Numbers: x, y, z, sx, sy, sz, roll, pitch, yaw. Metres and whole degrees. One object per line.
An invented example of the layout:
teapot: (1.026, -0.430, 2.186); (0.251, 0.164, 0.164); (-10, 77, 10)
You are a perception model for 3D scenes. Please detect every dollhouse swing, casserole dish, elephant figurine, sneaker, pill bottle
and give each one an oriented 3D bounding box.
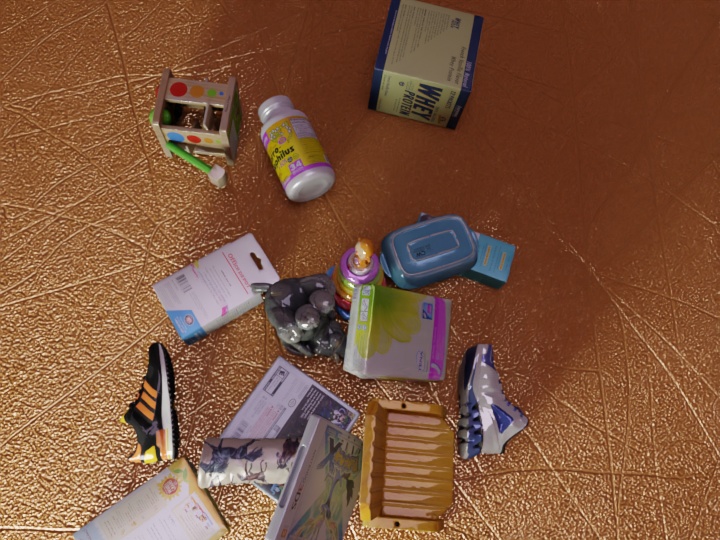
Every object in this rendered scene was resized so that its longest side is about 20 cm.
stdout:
dollhouse swing: (0.082, 0.311, 0.905); (0.180, 0.176, 0.201); (7, 70, -5)
casserole dish: (0.133, -0.041, 1.055); (0.199, 0.039, 0.122); (-17, 74, -10)
elephant figurine: (-0.082, 0.106, 0.998); (0.141, 0.200, 0.156); (-23, 50, 3)
sneaker: (-0.361, 0.222, 0.948); (0.089, 0.070, 0.201); (-8, 74, -12)
pill bottle: (-0.133, -0.245, 1.116); (0.104, 0.104, 0.201); (-22, 74, -13)
sneaker: (0.238, 0.238, 1.006); (0.114, 0.081, 0.201); (8, 77, -7)

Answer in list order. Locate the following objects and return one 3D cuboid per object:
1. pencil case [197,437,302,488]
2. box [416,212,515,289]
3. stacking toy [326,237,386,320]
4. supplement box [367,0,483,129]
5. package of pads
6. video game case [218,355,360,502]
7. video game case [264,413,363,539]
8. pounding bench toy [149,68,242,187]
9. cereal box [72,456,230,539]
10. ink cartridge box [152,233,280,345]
pencil case: (-0.164, 0.307, 0.907); (0.199, 0.090, 0.078); (-1, 62, -4)
box: (0.197, -0.039, 1.107); (0.199, 0.049, 0.083); (20, 70, 1)
stacking toy: (0.000, 0.000, 0.992); (0.109, 0.200, 0.117); (-18, 69, -12)
supplement box: (0.137, -0.440, 1.195); (0.199, 0.134, 0.201); (13, 70, -1)
package of pads: (0.067, 0.113, 0.974); (0.199, 0.068, 0.156); (13, 81, -36)
video game case: (-0.128, 0.282, 0.977); (0.181, 0.023, 0.200); (34, 70, 7)
video game case: (-0.055, 0.341, 0.882); (0.022, 0.200, 0.183); (8, 66, 31)
pounding bench toy: (-0.326, -0.265, 1.092); (0.155, 0.124, 0.201); (5, 71, -4)
cereal box: (-0.331, 0.419, 0.899); (0.199, 0.040, 0.144); (-33, 77, -15)
ink cartridge box: (-0.257, 0.032, 1.026); (0.199, 0.068, 0.115); (-31, 77, -14)
